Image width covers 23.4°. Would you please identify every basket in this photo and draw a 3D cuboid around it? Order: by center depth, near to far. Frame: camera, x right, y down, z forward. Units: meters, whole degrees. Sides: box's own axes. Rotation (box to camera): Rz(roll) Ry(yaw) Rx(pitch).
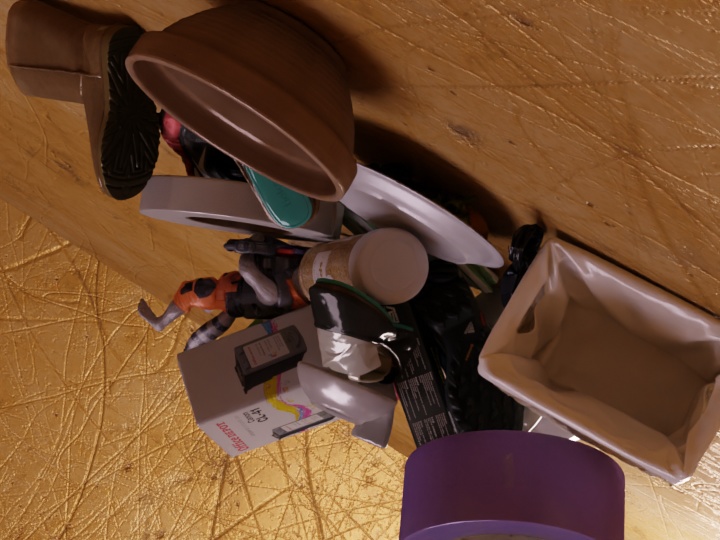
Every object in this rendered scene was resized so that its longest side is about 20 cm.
[{"bbox_3d":[0.217,0.082,1.473,0.200,0.136,0.123,29,174,13],"label":"basket"}]

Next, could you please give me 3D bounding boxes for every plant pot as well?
[{"bbox_3d":[-0.075,-0.145,1.355,0.201,0.093,0.201,31,171,6],"label":"plant pot"}]

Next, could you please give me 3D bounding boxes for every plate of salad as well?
[{"bbox_3d":[0.043,-0.061,1.533,0.200,0.048,0.200,29,173,4],"label":"plate of salad"}]

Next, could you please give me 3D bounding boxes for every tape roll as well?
[{"bbox_3d":[0.135,0.219,1.543,0.200,0.085,0.200,4,151,2],"label":"tape roll"},{"bbox_3d":[-0.116,-0.060,1.708,0.202,0.037,0.203,7,176,1],"label":"tape roll"}]

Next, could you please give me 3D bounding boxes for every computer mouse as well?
[{"bbox_3d":[0.136,-0.002,1.513,0.034,0.059,0.200,27,167,14],"label":"computer mouse"}]

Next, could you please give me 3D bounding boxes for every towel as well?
[{"bbox_3d":[0.031,-0.047,1.717,0.200,0.023,0.153,23,166,46],"label":"towel"}]

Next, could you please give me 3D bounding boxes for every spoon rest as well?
[{"bbox_3d":[-0.003,0.119,1.657,0.099,0.061,0.200,21,168,17],"label":"spoon rest"}]

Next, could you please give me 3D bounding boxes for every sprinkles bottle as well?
[{"bbox_3d":[0.000,0.000,1.613,0.068,0.068,0.200,34,168,-13],"label":"sprinkles bottle"}]

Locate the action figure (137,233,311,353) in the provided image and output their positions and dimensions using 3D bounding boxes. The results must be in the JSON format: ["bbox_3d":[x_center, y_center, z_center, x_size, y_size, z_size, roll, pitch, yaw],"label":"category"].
[{"bbox_3d":[-0.101,0.023,1.796,0.193,0.105,0.200,-12,172,30],"label":"action figure"}]

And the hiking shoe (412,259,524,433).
[{"bbox_3d":[0.111,0.085,1.664,0.087,0.074,0.200,40,-150,-73],"label":"hiking shoe"}]

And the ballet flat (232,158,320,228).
[{"bbox_3d":[-0.091,-0.130,1.509,0.200,0.068,0.072,59,-162,-20],"label":"ballet flat"}]

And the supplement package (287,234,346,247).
[{"bbox_3d":[0.008,0.047,1.976,0.156,0.111,0.200,39,168,-37],"label":"supplement package"}]

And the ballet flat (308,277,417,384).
[{"bbox_3d":[0.003,0.063,1.539,0.068,0.068,0.200,12,171,25],"label":"ballet flat"}]

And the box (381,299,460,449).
[{"bbox_3d":[0.063,0.119,1.729,0.193,0.047,0.200,36,-145,-87],"label":"box"}]

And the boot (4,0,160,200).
[{"bbox_3d":[-0.275,-0.170,1.699,0.066,0.175,0.200,-5,-166,-40],"label":"boot"}]

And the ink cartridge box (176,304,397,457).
[{"bbox_3d":[-0.068,0.107,1.772,0.148,0.200,0.086,61,-172,-68],"label":"ink cartridge box"}]

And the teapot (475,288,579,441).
[{"bbox_3d":[0.165,0.121,1.767,0.197,0.146,0.200,22,165,41],"label":"teapot"}]

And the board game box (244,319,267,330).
[{"bbox_3d":[-0.042,0.037,1.827,0.030,0.200,0.096,62,-165,-6],"label":"board game box"}]

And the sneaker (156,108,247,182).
[{"bbox_3d":[-0.131,-0.113,1.729,0.098,0.071,0.200,30,169,20],"label":"sneaker"}]
